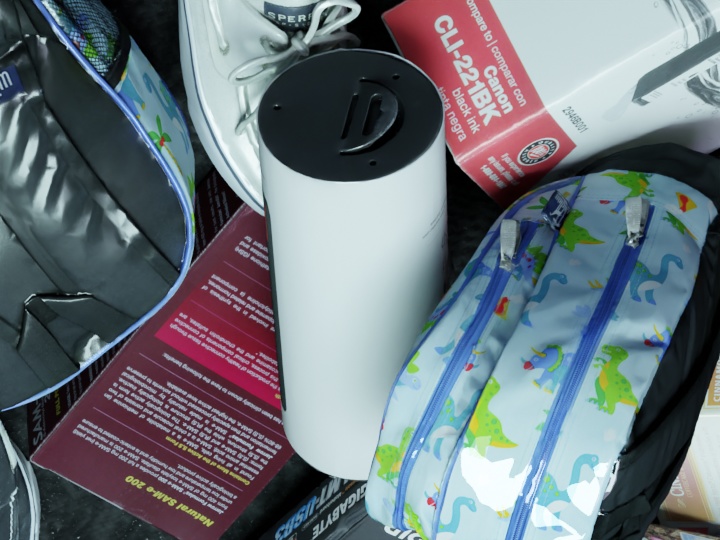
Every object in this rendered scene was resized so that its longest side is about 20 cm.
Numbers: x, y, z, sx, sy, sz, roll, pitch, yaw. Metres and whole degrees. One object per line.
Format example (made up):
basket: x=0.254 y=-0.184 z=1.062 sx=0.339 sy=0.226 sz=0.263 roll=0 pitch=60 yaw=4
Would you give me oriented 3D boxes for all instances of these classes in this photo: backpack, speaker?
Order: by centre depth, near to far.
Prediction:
backpack: x=0.084 y=0.052 z=1.195 sx=0.153 sy=0.200 sz=0.163 roll=16 pitch=129 yaw=-5
backpack: x=-0.171 y=-0.056 z=1.224 sx=0.183 sy=0.147 sz=0.200 roll=-33 pitch=118 yaw=13
speaker: x=0.000 y=0.000 z=1.233 sx=0.081 sy=0.081 sz=0.200 roll=-8 pitch=139 yaw=-5

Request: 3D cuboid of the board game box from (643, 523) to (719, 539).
board game box: x=0.124 y=0.210 z=1.346 sx=0.199 sy=0.097 sz=0.160 roll=14 pitch=112 yaw=-18

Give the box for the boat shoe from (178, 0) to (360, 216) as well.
boat shoe: x=-0.033 y=-0.111 z=1.218 sx=0.074 sy=0.086 sz=0.203 roll=-15 pitch=107 yaw=-20

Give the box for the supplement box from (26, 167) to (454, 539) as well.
supplement box: x=-0.060 y=0.031 z=1.354 sx=0.109 sy=0.061 sz=0.200 roll=32 pitch=112 yaw=-25

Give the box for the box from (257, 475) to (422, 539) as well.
box: x=0.038 y=0.178 z=1.440 sx=0.200 sy=0.050 sz=0.198 roll=24 pitch=138 yaw=-24

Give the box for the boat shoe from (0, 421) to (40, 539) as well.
boat shoe: x=-0.198 y=0.089 z=1.363 sx=0.071 sy=0.068 sz=0.201 roll=-10 pitch=124 yaw=-3

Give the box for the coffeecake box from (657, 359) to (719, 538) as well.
coffeecake box: x=0.240 y=0.083 z=1.374 sx=0.199 sy=0.073 sz=0.154 roll=-2 pitch=143 yaw=18

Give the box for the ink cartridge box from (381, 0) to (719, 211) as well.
ink cartridge box: x=0.131 y=-0.109 z=1.247 sx=0.200 sy=0.084 sz=0.144 roll=-31 pitch=157 yaw=10

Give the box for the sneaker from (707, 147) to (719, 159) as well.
sneaker: x=0.188 y=-0.025 z=1.320 sx=0.200 sy=0.078 sz=0.085 roll=-33 pitch=102 yaw=-4
